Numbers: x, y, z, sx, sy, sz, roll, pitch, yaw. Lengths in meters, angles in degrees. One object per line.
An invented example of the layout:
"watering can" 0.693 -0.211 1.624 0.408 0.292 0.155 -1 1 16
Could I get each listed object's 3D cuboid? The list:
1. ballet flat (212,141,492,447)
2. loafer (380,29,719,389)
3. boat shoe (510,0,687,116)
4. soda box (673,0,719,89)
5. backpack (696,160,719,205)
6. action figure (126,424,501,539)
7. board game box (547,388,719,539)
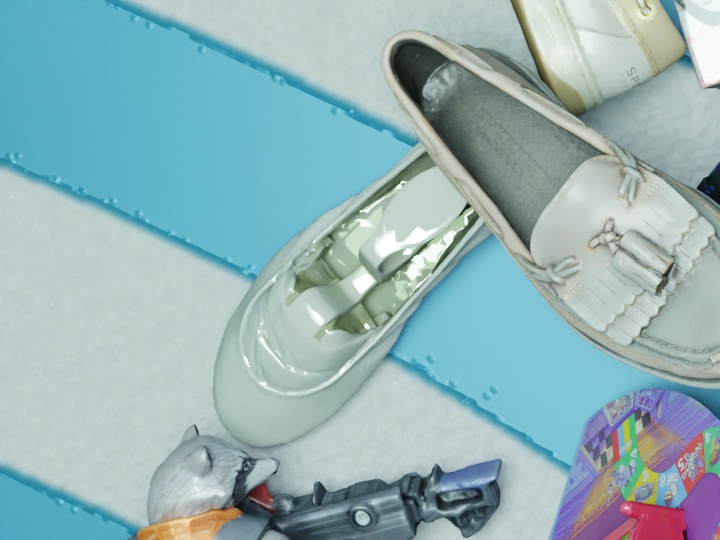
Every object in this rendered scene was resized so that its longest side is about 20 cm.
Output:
"ballet flat" 0.000 0.000 0.977 0.200 0.069 0.069 -44 82 14
"loafer" 0.075 -0.026 0.864 0.072 0.063 0.200 -52 52 8
"boat shoe" 0.079 -0.166 0.948 0.069 0.074 0.200 -20 89 3
"soda box" 0.224 -0.132 0.910 0.200 0.064 0.069 -17 89 15
"backpack" 0.224 0.020 0.870 0.163 0.168 0.200 -56 45 11
"action figure" -0.025 0.153 0.977 0.200 0.105 0.194 -24 97 18
"board game box" 0.091 0.144 0.918 0.039 0.158 0.200 12 100 -24
